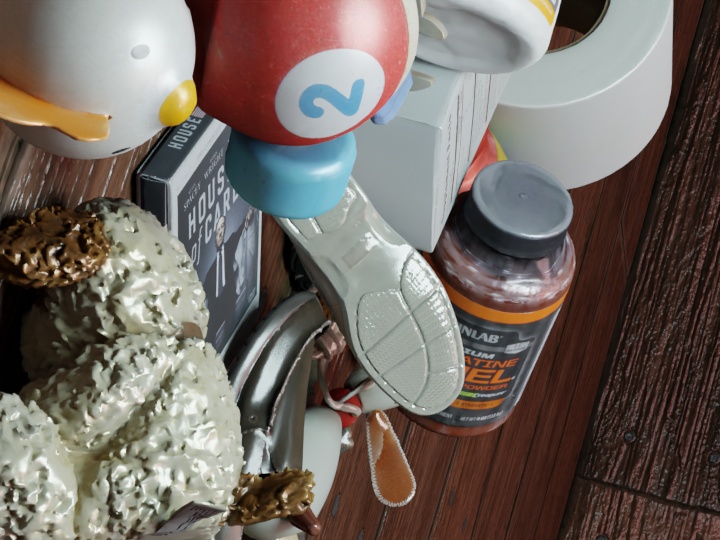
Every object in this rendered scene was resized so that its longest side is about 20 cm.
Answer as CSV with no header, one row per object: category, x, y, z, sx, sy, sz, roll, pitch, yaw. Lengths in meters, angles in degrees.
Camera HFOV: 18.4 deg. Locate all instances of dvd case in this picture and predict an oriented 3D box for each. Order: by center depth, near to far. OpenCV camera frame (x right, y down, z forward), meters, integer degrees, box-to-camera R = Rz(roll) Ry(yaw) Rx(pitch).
dvd case,-0.092,-0.011,1.305,0.151,0.025,0.201,-61,160,-50

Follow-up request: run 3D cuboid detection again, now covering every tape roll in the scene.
tape roll,0.141,-0.180,1.713,0.139,0.201,0.204,72,34,-64

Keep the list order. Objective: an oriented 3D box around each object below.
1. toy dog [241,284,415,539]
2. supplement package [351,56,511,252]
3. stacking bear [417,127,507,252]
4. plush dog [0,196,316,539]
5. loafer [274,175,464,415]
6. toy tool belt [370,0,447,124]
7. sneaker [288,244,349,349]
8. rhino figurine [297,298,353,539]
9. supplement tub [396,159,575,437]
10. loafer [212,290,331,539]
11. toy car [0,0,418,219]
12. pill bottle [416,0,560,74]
toy dog,-0.016,0.115,1.447,0.201,0.096,0.132,-55,133,-17
supplement package,0.026,-0.131,1.473,0.118,0.116,0.201,91,18,-48
stacking bear,0.062,-0.073,1.634,0.200,0.121,0.114,77,33,-58
plush dog,-0.113,0.048,1.074,0.200,0.159,0.173,53,26,-75
loafer,0.000,0.000,1.412,0.072,0.201,0.063,-35,-163,-7
toy tool belt,-0.007,-0.137,1.252,0.125,0.122,0.201,-66,151,-43
sneaker,-0.006,-0.020,1.578,0.200,0.075,0.093,93,8,-64
rhino figurine,-0.047,0.113,1.528,0.087,0.059,0.201,-4,105,-59
supplement tub,0.084,0.017,1.533,0.201,0.106,0.107,108,6,-46
loafer,-0.065,0.106,1.368,0.201,0.071,0.073,-61,180,-21
toy car,-0.089,-0.097,0.967,0.200,0.176,0.185,-43,158,-45
pill bottle,0.081,-0.232,1.368,0.116,0.116,0.201,68,35,-68
